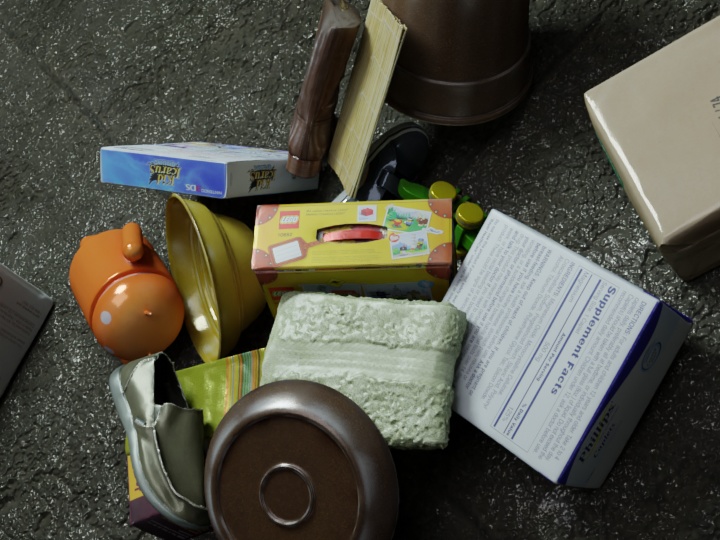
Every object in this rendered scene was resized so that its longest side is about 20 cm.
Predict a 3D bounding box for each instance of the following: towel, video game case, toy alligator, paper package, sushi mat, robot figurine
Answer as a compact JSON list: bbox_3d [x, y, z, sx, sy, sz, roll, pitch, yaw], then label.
[{"bbox_3d":[-0.166,0.136,1.132,0.197,0.018,0.087,-16,56,22],"label":"towel"},{"bbox_3d":[-0.179,-0.122,1.288,0.197,0.180,0.046,10,104,32],"label":"video game case"},{"bbox_3d":[0.125,-0.043,1.156,0.199,0.060,0.054,41,53,21],"label":"toy alligator"},{"bbox_3d":[0.343,-0.122,1.044,0.189,0.103,0.202,-28,55,13],"label":"paper package"},{"bbox_3d":[-0.003,0.093,1.009,0.196,0.037,0.151,4,71,20],"label":"towel"},{"bbox_3d":[0.005,-0.186,1.156,0.096,0.012,0.203,-118,39,-52],"label":"sushi mat"},{"bbox_3d":[-0.282,0.027,1.290,0.144,0.116,0.200,-49,44,7],"label":"robot figurine"}]

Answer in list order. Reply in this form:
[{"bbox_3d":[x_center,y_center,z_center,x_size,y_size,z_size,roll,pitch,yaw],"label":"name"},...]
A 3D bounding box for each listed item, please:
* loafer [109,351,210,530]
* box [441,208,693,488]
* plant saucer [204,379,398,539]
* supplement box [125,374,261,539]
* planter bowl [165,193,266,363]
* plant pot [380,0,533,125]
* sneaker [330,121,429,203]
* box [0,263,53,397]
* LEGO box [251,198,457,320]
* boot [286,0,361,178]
[{"bbox_3d":[-0.193,0.166,1.081,0.069,0.075,0.202,-40,63,17],"label":"loafer"},{"bbox_3d":[0.174,0.073,1.011,0.199,0.104,0.186,33,96,37],"label":"box"},{"bbox_3d":[-0.062,0.203,0.978,0.197,0.032,0.204,1,93,21],"label":"plant saucer"},{"bbox_3d":[-0.147,0.202,1.151,0.197,0.086,0.112,-23,56,16],"label":"supplement box"},{"bbox_3d":[-0.158,0.003,1.236,0.082,0.202,0.202,-14,50,-21],"label":"planter bowl"},{"bbox_3d":[0.105,-0.302,1.168,0.196,0.200,0.203,1,49,-1],"label":"plant pot"},{"bbox_3d":[0.018,-0.071,1.212,0.201,0.078,0.080,-50,46,11],"label":"sneaker"},{"bbox_3d":[-0.550,0.060,1.377,0.169,0.199,0.202,15,71,34],"label":"box"},{"bbox_3d":[0.000,0.000,1.105,0.196,0.150,0.078,-1,61,7],"label":"LEGO box"},{"bbox_3d":[-0.037,-0.232,1.236,0.063,0.203,0.187,11,30,-5],"label":"boot"}]
